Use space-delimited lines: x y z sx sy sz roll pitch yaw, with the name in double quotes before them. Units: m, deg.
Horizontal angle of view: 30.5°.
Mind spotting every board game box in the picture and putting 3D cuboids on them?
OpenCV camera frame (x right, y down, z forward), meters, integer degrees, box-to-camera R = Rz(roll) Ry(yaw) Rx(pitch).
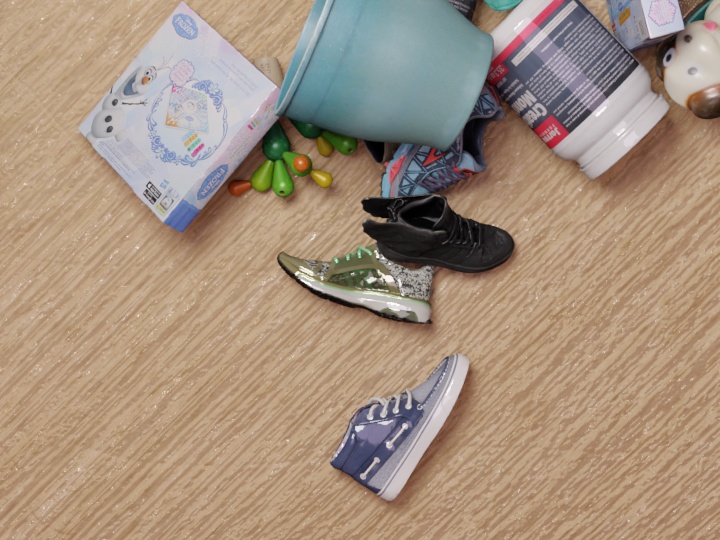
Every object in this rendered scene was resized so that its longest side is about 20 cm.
"board game box" -0.206 -0.180 1.528 0.199 0.043 0.200 -49 57 6
"board game box" 0.296 -0.347 1.461 0.041 0.200 0.201 -15 94 2

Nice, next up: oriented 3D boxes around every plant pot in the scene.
"plant pot" 0.031 -0.221 1.397 0.187 0.200 0.201 23 95 -9

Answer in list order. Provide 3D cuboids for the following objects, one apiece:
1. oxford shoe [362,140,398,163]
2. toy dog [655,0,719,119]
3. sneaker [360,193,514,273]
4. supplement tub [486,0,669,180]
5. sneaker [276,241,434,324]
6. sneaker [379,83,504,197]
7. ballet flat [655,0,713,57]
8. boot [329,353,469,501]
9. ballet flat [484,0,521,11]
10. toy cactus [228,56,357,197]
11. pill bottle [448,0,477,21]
"oxford shoe" -0.003 -0.215 1.520 0.075 0.070 0.200 -47 109 -34
"toy dog" 0.429 -0.250 1.480 0.199 0.194 0.140 -21 58 -12
"sneaker" 0.092 -0.046 1.520 0.199 0.104 0.060 3 66 -10
"supplement tub" 0.238 -0.216 1.502 0.140 0.140 0.200 -44 91 5
"sneaker" 0.000 0.000 1.574 0.199 0.077 0.089 18 83 -4
"sneaker" 0.095 -0.129 1.518 0.095 0.079 0.201 40 118 24
"ballet flat" 0.405 -0.328 1.533 0.200 0.071 0.065 -42 65 2
"boot" 0.046 0.172 1.574 0.090 0.073 0.201 30 96 -5
"ballet flat" 0.184 -0.359 1.508 0.067 0.200 0.071 16 137 22
"toy cactus" -0.109 -0.168 1.556 0.199 0.102 0.166 -9 84 12
"pill bottle" 0.091 -0.349 1.518 0.106 0.106 0.201 16 95 2
